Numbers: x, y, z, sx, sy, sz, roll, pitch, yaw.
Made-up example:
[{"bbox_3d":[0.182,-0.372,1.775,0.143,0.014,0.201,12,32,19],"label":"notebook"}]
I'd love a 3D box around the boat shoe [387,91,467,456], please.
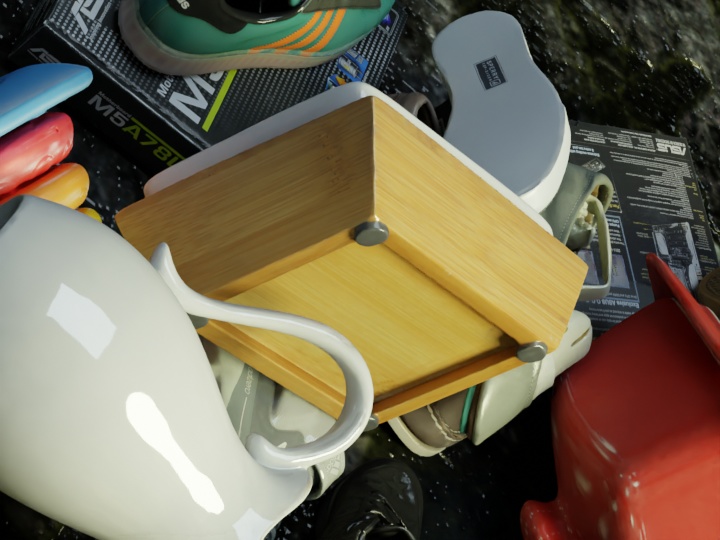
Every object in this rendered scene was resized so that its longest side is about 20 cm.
[{"bbox_3d":[0.032,0.002,1.377,0.072,0.059,0.201,-14,91,-58],"label":"boat shoe"}]

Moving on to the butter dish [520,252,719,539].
[{"bbox_3d":[0.160,0.125,1.377,0.200,0.147,0.200,-115,-174,-59],"label":"butter dish"}]

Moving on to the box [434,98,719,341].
[{"bbox_3d":[0.131,-0.013,1.506,0.199,0.050,0.158,6,62,-38],"label":"box"}]

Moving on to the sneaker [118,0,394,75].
[{"bbox_3d":[-0.036,-0.155,1.360,0.200,0.080,0.072,-20,80,-47],"label":"sneaker"}]

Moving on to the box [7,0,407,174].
[{"bbox_3d":[-0.079,-0.134,1.402,0.193,0.047,0.200,40,46,-20],"label":"box"}]

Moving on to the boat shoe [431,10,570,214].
[{"bbox_3d":[0.080,-0.071,1.381,0.200,0.071,0.068,-104,173,-59],"label":"boat shoe"}]

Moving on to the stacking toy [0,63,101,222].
[{"bbox_3d":[-0.159,0.010,1.229,0.110,0.116,0.201,-38,106,-51],"label":"stacking toy"}]

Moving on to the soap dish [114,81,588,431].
[{"bbox_3d":[0.000,0.000,1.245,0.200,0.157,0.082,35,41,-46],"label":"soap dish"}]

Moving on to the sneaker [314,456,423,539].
[{"bbox_3d":[0.005,0.153,1.263,0.060,0.104,0.200,45,45,-9],"label":"sneaker"}]

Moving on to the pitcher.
[{"bbox_3d":[-0.100,0.048,1.144,0.200,0.121,0.172,49,67,-15],"label":"pitcher"}]

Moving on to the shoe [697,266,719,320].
[{"bbox_3d":[0.244,0.043,1.433,0.200,0.070,0.054,-107,178,-74],"label":"shoe"}]

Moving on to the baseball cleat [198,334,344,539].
[{"bbox_3d":[-0.051,0.117,1.262,0.106,0.070,0.201,18,56,-31],"label":"baseball cleat"}]

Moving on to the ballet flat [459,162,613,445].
[{"bbox_3d":[0.104,0.016,1.378,0.063,0.068,0.201,13,50,4],"label":"ballet flat"}]
